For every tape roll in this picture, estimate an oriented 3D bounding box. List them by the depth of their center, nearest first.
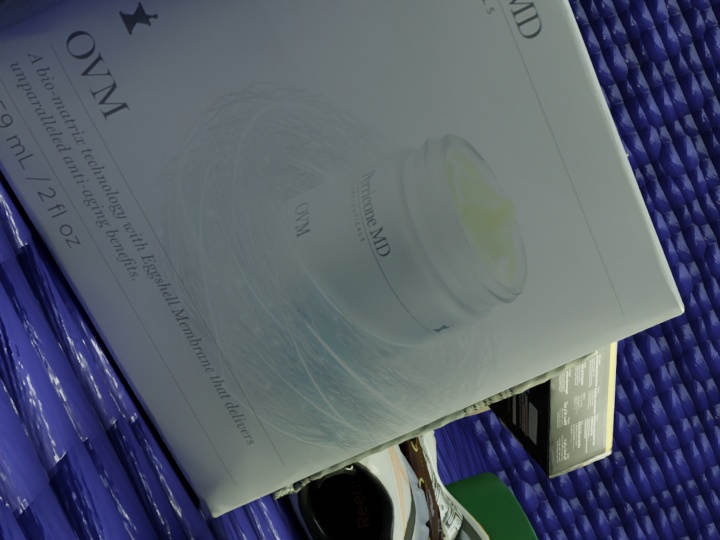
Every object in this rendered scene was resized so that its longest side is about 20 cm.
[{"bbox_3d":[0.097,0.244,0.893,0.200,0.048,0.201,164,-90,-80],"label":"tape roll"}]

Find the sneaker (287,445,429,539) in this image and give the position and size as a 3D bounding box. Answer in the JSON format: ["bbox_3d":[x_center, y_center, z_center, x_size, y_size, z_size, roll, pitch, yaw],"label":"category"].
[{"bbox_3d":[-0.018,0.067,0.654,0.080,0.074,0.201,12,53,-82],"label":"sneaker"}]

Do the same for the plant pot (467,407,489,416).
[{"bbox_3d":[0.067,-0.002,1.124,0.200,0.187,0.188,73,-3,-53],"label":"plant pot"}]

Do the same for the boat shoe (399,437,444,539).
[{"bbox_3d":[-0.001,0.090,0.731,0.070,0.070,0.201,65,2,-80],"label":"boat shoe"}]

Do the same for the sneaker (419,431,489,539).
[{"bbox_3d":[0.022,0.150,0.802,0.088,0.076,0.200,31,27,-58],"label":"sneaker"}]

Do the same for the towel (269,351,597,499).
[{"bbox_3d":[0.012,-0.018,0.617,0.193,0.200,0.035,66,10,19],"label":"towel"}]

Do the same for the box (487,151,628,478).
[{"bbox_3d":[0.085,-0.008,0.730,0.160,0.049,0.201,48,-30,49],"label":"box"}]

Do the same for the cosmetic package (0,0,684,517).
[{"bbox_3d":[-0.012,-0.048,0.490,0.123,0.199,0.200,-105,169,-66],"label":"cosmetic package"}]
